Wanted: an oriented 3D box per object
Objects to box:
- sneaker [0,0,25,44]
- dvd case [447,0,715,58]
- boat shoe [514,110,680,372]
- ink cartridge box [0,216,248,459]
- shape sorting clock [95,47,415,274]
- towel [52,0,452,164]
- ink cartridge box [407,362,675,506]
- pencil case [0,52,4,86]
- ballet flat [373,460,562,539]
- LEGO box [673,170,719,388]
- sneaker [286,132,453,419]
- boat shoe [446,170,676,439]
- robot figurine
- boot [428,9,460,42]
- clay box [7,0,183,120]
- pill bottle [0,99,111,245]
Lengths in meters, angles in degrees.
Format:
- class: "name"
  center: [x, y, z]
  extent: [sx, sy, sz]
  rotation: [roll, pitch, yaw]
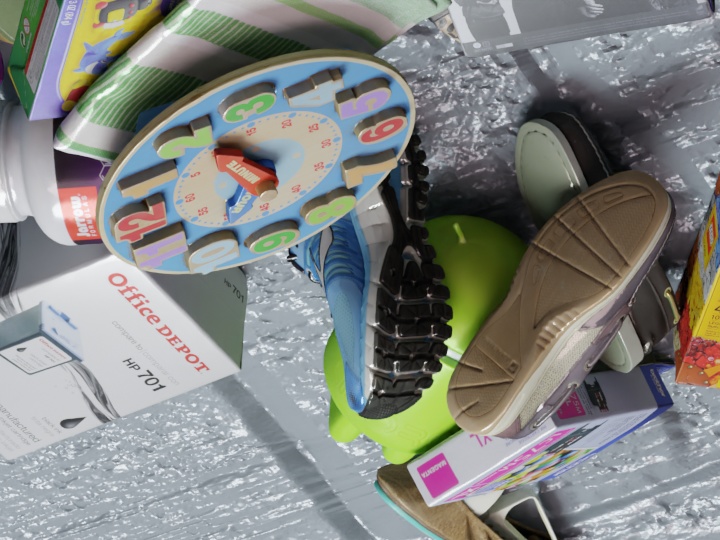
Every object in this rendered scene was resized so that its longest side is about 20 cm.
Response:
- class: "sneaker"
  center: [-0.174, -0.180, 1.562]
  extent: [0.090, 0.067, 0.200]
  rotation: [42, 150, 18]
- class: "dvd case"
  center: [0.104, -0.204, 1.510]
  extent: [0.150, 0.025, 0.200]
  rotation: [-8, 138, 16]
- class: "boat shoe"
  center: [0.158, -0.028, 1.783]
  extent: [0.061, 0.072, 0.201]
  rotation: [-36, 126, -21]
- class: "ink cartridge box"
  center: [-0.198, 0.030, 1.841]
  extent: [0.200, 0.086, 0.146]
  rotation: [-21, 133, 25]
- class: "shape sorting clock"
  center: [-0.059, -0.058, 1.580]
  extent: [0.200, 0.039, 0.200]
  rotation: [-17, 152, -9]
- class: "towel"
  center: [-0.063, -0.116, 1.540]
  extent: [0.200, 0.023, 0.152]
  rotation: [-37, 149, 28]
- class: "ink cartridge box"
  center: [0.134, 0.110, 1.869]
  extent: [0.119, 0.042, 0.200]
  rotation: [-34, 166, 31]
- class: "pencil case"
  center: [-0.322, -0.114, 1.686]
  extent: [0.200, 0.085, 0.092]
  rotation: [-21, 161, 22]
- class: "ballet flat"
  center: [0.094, 0.182, 2.018]
  extent: [0.072, 0.068, 0.200]
  rotation: [-41, 125, 13]
- class: "LEGO box"
  center: [0.321, 0.014, 1.807]
  extent: [0.200, 0.077, 0.149]
  rotation: [7, 138, -5]
- class: "sneaker"
  center: [0.000, 0.000, 1.738]
  extent: [0.090, 0.200, 0.078]
  rotation: [-17, 159, 37]
- class: "boat shoe"
  center: [0.134, 0.025, 1.725]
  extent: [0.065, 0.072, 0.200]
  rotation: [23, 106, -51]
- class: "robot figurine"
  center: [0.051, 0.044, 1.822]
  extent: [0.175, 0.116, 0.200]
  rotation: [23, 133, -15]
- class: "boot"
  center: [0.085, -0.212, 1.577]
  extent: [0.150, 0.073, 0.200]
  rotation: [-26, 136, 27]
- class: "clay box"
  center: [-0.091, -0.147, 1.545]
  extent: [0.200, 0.048, 0.115]
  rotation: [-8, 146, -25]
- class: "pill bottle"
  center: [-0.136, -0.074, 1.702]
  extent: [0.200, 0.113, 0.113]
  rotation: [-4, 137, 7]
